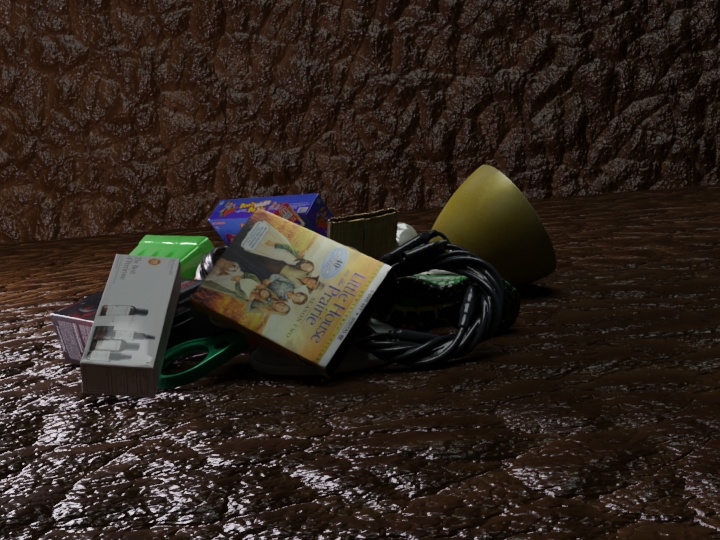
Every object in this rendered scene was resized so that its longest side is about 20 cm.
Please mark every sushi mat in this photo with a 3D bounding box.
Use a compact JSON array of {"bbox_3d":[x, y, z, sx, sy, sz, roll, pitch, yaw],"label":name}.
[{"bbox_3d":[0.000,0.000,1.414,0.095,0.201,0.012,-9,45,-12],"label":"sushi mat"}]

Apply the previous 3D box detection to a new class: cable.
[{"bbox_3d":[0.068,0.045,1.224,0.199,0.163,0.051,-31,-27,-21],"label":"cable"}]

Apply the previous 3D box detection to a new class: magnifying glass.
[{"bbox_3d":[-0.152,0.089,1.221,0.199,0.023,0.080,-22,24,-5],"label":"magnifying glass"}]

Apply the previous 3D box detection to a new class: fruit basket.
[{"bbox_3d":[-0.261,0.009,1.670,0.214,0.156,0.216,-17,19,6],"label":"fruit basket"}]

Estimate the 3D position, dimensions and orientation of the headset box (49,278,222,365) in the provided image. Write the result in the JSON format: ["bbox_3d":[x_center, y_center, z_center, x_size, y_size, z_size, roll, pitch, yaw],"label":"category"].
[{"bbox_3d":[-0.287,0.068,1.356,0.148,0.076,0.199,-27,20,-36],"label":"headset box"}]

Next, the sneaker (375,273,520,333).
[{"bbox_3d":[0.109,0.033,1.331,0.198,0.079,0.085,7,9,-11],"label":"sneaker"}]

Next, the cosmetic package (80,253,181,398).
[{"bbox_3d":[-0.263,0.059,1.216,0.082,0.051,0.201,5,37,-4],"label":"cosmetic package"}]

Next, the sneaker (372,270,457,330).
[{"bbox_3d":[0.072,0.054,1.403,0.198,0.078,0.085,-10,27,-5],"label":"sneaker"}]

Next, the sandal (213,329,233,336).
[{"bbox_3d":[-0.143,0.073,1.436,0.199,0.043,0.076,-11,10,-38],"label":"sandal"}]

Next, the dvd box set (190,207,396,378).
[{"bbox_3d":[-0.079,0.021,1.207,0.199,0.147,0.029,25,-22,26],"label":"dvd box set"}]

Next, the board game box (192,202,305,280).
[{"bbox_3d":[-0.183,0.001,1.490,0.200,0.046,0.151,-44,4,-42],"label":"board game box"}]

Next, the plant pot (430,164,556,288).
[{"bbox_3d":[0.186,-0.042,1.619,0.142,0.201,0.200,-33,13,-9],"label":"plant pot"}]

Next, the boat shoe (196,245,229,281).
[{"bbox_3d":[-0.116,0.028,1.366,0.199,0.074,0.060,29,-33,-11],"label":"boat shoe"}]

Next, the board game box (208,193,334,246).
[{"bbox_3d":[-0.119,-0.051,1.606,0.199,0.135,0.045,-1,48,36],"label":"board game box"}]

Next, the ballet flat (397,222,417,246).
[{"bbox_3d":[-0.007,-0.044,1.659,0.199,0.070,0.069,0,9,25],"label":"ballet flat"}]

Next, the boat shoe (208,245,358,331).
[{"bbox_3d":[-0.089,0.023,1.264,0.199,0.072,0.063,-18,1,4],"label":"boat shoe"}]

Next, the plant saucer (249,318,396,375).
[{"bbox_3d":[-0.040,0.082,1.280,0.198,0.051,0.200,-5,7,1],"label":"plant saucer"}]
